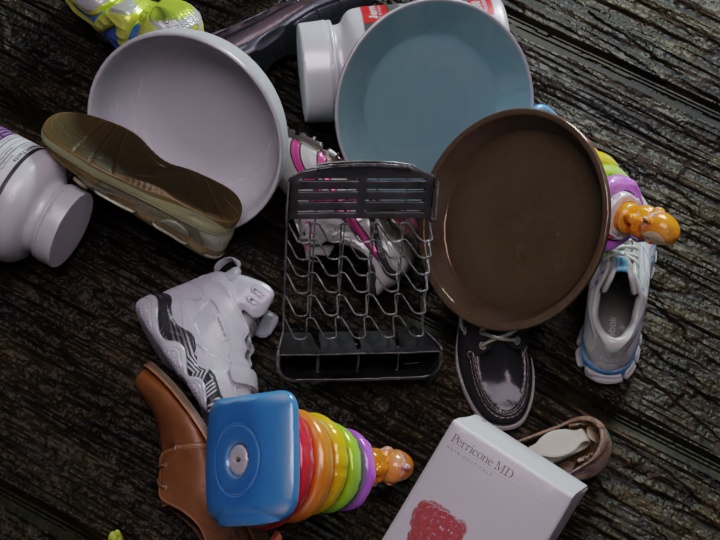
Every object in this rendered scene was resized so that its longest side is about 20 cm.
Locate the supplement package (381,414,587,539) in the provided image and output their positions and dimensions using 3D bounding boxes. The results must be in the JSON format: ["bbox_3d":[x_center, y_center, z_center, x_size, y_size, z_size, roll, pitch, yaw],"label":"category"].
[{"bbox_3d":[0.085,0.237,1.530,0.121,0.120,0.201,31,94,12],"label":"supplement package"}]

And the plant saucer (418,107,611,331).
[{"bbox_3d":[0.140,-0.045,1.640,0.199,0.029,0.202,-7,77,35],"label":"plant saucer"}]

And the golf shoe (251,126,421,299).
[{"bbox_3d":[-0.034,-0.058,1.723,0.200,0.073,0.092,38,72,14],"label":"golf shoe"}]

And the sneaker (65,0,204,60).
[{"bbox_3d":[-0.224,-0.225,1.793,0.075,0.106,0.200,-24,35,-30],"label":"sneaker"}]

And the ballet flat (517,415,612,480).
[{"bbox_3d":[0.133,0.178,1.625,0.199,0.067,0.068,-25,68,-12],"label":"ballet flat"}]

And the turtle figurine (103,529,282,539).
[{"bbox_3d":[-0.161,0.289,1.569,0.161,0.064,0.201,27,82,21],"label":"turtle figurine"}]

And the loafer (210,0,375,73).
[{"bbox_3d":[-0.081,-0.245,1.808,0.199,0.072,0.063,-31,66,-11],"label":"loafer"}]

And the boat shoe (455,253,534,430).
[{"bbox_3d":[0.125,0.045,1.687,0.073,0.060,0.202,1,66,-2],"label":"boat shoe"}]

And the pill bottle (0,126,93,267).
[{"bbox_3d":[-0.353,-0.081,1.703,0.199,0.113,0.113,27,68,10],"label":"pill bottle"}]

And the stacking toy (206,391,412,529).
[{"bbox_3d":[-0.031,0.169,1.580,0.199,0.116,0.111,9,76,-43],"label":"stacking toy"}]

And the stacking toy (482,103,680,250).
[{"bbox_3d":[0.216,-0.060,1.658,0.200,0.116,0.110,31,87,48],"label":"stacking toy"}]

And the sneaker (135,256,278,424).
[{"bbox_3d":[-0.110,0.079,1.658,0.115,0.075,0.200,-33,68,-12],"label":"sneaker"}]

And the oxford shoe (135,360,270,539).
[{"bbox_3d":[-0.157,0.171,1.621,0.071,0.071,0.201,-28,71,-9],"label":"oxford shoe"}]

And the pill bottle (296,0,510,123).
[{"bbox_3d":[0.041,-0.200,1.764,0.198,0.114,0.115,-6,66,-4],"label":"pill bottle"}]

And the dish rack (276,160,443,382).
[{"bbox_3d":[0.000,0.000,1.633,0.152,0.201,0.055,-2,27,-10],"label":"dish rack"}]

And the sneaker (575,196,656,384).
[{"bbox_3d":[0.243,-0.001,1.698,0.074,0.087,0.201,4,65,2],"label":"sneaker"}]

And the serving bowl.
[{"bbox_3d":[-0.153,-0.137,1.711,0.199,0.201,0.066,24,31,9],"label":"serving bowl"}]

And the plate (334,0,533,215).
[{"bbox_3d":[0.066,-0.151,1.692,0.199,0.026,0.202,-5,103,-20],"label":"plate"}]

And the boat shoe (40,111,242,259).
[{"bbox_3d":[-0.207,-0.077,1.685,0.199,0.063,0.073,25,39,-3],"label":"boat shoe"}]
